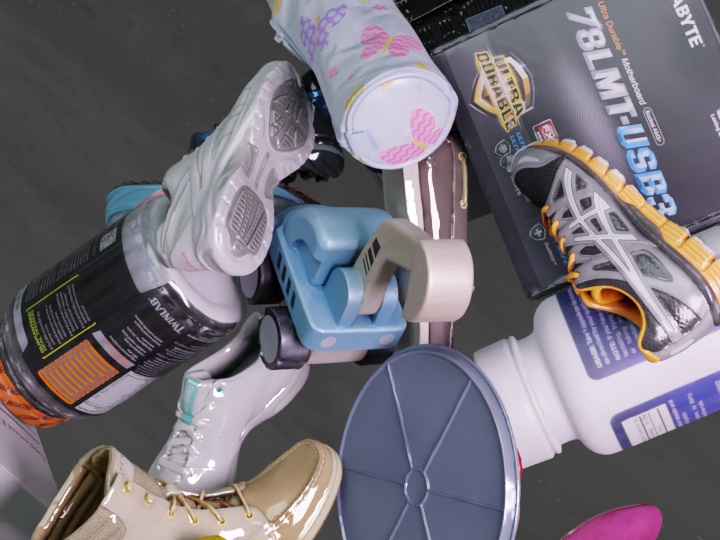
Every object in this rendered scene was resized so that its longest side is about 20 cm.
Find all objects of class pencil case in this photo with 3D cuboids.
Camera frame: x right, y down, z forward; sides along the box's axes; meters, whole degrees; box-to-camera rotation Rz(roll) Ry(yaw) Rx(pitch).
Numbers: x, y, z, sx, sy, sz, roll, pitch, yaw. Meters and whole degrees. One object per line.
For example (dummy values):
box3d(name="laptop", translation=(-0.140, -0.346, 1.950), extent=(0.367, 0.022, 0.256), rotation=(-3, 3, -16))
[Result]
box3d(name="pencil case", translation=(-0.001, -0.158, 1.251), extent=(0.090, 0.084, 0.200), rotation=(-15, 40, -13))

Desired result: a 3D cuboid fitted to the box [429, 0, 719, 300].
box3d(name="box", translation=(0.176, -0.106, 1.222), extent=(0.198, 0.050, 0.201), rotation=(-23, 83, 15))

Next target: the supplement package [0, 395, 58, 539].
box3d(name="supplement package", translation=(-0.336, 0.135, 1.360), extent=(0.121, 0.120, 0.201), rotation=(-30, 53, 3))

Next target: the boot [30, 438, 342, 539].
box3d(name="boot", translation=(-0.123, 0.168, 1.220), extent=(0.200, 0.156, 0.073), rotation=(-43, 31, 0))

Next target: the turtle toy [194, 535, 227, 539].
box3d(name="turtle toy", translation=(-0.045, 0.262, 1.151), extent=(0.199, 0.101, 0.147), rotation=(11, 77, -14))

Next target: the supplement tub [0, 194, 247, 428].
box3d(name="supplement tub", translation=(-0.197, 0.038, 1.343), extent=(0.199, 0.122, 0.123), rotation=(-31, 51, 24))

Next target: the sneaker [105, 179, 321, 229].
box3d(name="sneaker", translation=(-0.122, -0.024, 1.415), extent=(0.199, 0.079, 0.096), rotation=(-3, 76, 25))

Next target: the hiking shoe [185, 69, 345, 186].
box3d(name="hiking shoe", translation=(-0.073, -0.118, 1.406), extent=(0.199, 0.074, 0.087), rotation=(1, 80, 51))

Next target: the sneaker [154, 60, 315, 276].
box3d(name="sneaker", translation=(-0.103, -0.081, 1.271), extent=(0.099, 0.078, 0.201), rotation=(-5, 45, 33))

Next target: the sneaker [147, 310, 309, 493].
box3d(name="sneaker", translation=(-0.122, 0.118, 1.302), extent=(0.075, 0.089, 0.201), rotation=(23, 71, 31))

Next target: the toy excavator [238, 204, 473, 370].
box3d(name="toy excavator", translation=(0.000, 0.000, 1.217), extent=(0.099, 0.201, 0.195), rotation=(-1, 49, -25))

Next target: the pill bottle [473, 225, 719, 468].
box3d(name="pill bottle", translation=(0.187, 0.060, 1.192), extent=(0.199, 0.120, 0.120), rotation=(-23, 54, 7))

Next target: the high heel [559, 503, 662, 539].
box3d(name="high heel", translation=(0.144, 0.241, 1.118), extent=(0.200, 0.068, 0.096), rotation=(-41, 44, -8))

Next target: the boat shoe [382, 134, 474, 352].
box3d(name="boat shoe", translation=(0.056, -0.002, 1.272), extent=(0.059, 0.201, 0.072), rotation=(-8, 10, -17))

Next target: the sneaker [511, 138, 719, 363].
box3d(name="sneaker", translation=(0.162, -0.017, 1.131), extent=(0.077, 0.078, 0.200), rotation=(-44, 52, -3))

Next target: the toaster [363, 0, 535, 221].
box3d(name="toaster", translation=(0.085, -0.143, 1.362), extent=(0.180, 0.119, 0.201), rotation=(-22, 54, 9))

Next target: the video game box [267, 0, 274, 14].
box3d(name="video game box", translation=(0.037, -0.278, 1.431), extent=(0.199, 0.047, 0.182), rotation=(-15, 18, 27))

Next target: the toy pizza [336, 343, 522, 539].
box3d(name="toy pizza", translation=(0.051, 0.152, 1.192), extent=(0.200, 0.032, 0.202), rotation=(-10, 78, 53))
